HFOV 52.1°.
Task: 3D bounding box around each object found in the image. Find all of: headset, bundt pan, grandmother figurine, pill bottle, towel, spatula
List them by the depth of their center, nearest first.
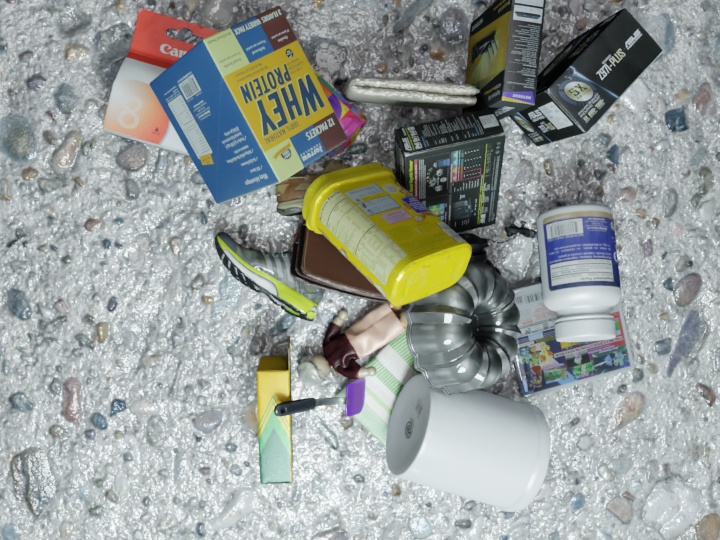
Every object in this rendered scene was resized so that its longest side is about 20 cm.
[{"bbox_3d":[0.159,0.079,1.055,0.201,0.076,0.203,5,82,-40],"label":"bundt pan"},{"bbox_3d":[-0.055,0.200,1.113,0.199,0.020,0.057,0,92,-46],"label":"spatula"},{"bbox_3d":[0.074,-0.271,1.124,0.199,0.133,0.035,3,97,-6],"label":"towel"},{"bbox_3d":[0.342,0.007,1.150,0.119,0.120,0.201,-1,79,-5],"label":"pill bottle"},{"bbox_3d":[0.189,-0.007,1.157,0.200,0.094,0.124,-43,122,-24],"label":"headset"},{"bbox_3d":[-0.012,0.122,1.173,0.199,0.061,0.122,-31,53,1],"label":"grandmother figurine"},{"bbox_3d":[0.080,0.188,1.208,0.153,0.023,0.200,45,90,-6],"label":"towel"}]

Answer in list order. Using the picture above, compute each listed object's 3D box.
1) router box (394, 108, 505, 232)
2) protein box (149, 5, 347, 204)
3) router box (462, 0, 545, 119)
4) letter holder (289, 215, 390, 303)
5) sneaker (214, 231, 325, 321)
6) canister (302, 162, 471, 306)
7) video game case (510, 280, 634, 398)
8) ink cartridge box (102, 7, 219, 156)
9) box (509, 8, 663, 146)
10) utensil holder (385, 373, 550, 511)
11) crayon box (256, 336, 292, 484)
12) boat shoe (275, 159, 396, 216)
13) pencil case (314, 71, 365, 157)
[{"bbox_3d":[0.131,-0.137,1.113,0.149,0.201,0.062,-13,53,-6],"label":"router box"},{"bbox_3d":[-0.161,-0.224,1.041,0.135,0.198,0.201,-37,107,-32],"label":"protein box"},{"bbox_3d":[0.209,-0.313,1.100,0.052,0.200,0.158,5,92,-9],"label":"router box"},{"bbox_3d":[0.000,0.000,1.105,0.199,0.101,0.143,13,52,-13],"label":"letter holder"},{"bbox_3d":[-0.140,-0.003,1.160,0.200,0.074,0.081,35,71,-6],"label":"sneaker"},{"bbox_3d":[0.035,-0.052,1.001,0.148,0.200,0.087,-18,138,-35],"label":"canister"},{"bbox_3d":[0.344,0.100,1.227,0.199,0.023,0.183,-14,94,-5],"label":"video game case"},{"bbox_3d":[-0.289,-0.287,1.131,0.161,0.050,0.201,15,95,-6],"label":"ink cartridge box"},{"bbox_3d":[0.328,-0.283,1.113,0.086,0.200,0.164,44,89,-7],"label":"box"},{"bbox_3d":[0.159,0.262,1.130,0.199,0.170,0.171,18,92,-15],"label":"utensil holder"},{"bbox_3d":[-0.131,0.210,1.136,0.051,0.126,0.202,-1,93,-5],"label":"crayon box"},{"bbox_3d":[-0.038,-0.138,1.151,0.199,0.076,0.074,-12,90,-6],"label":"boat shoe"},{"bbox_3d":[-0.086,-0.266,1.137,0.200,0.088,0.088,43,89,-4],"label":"pencil case"}]
